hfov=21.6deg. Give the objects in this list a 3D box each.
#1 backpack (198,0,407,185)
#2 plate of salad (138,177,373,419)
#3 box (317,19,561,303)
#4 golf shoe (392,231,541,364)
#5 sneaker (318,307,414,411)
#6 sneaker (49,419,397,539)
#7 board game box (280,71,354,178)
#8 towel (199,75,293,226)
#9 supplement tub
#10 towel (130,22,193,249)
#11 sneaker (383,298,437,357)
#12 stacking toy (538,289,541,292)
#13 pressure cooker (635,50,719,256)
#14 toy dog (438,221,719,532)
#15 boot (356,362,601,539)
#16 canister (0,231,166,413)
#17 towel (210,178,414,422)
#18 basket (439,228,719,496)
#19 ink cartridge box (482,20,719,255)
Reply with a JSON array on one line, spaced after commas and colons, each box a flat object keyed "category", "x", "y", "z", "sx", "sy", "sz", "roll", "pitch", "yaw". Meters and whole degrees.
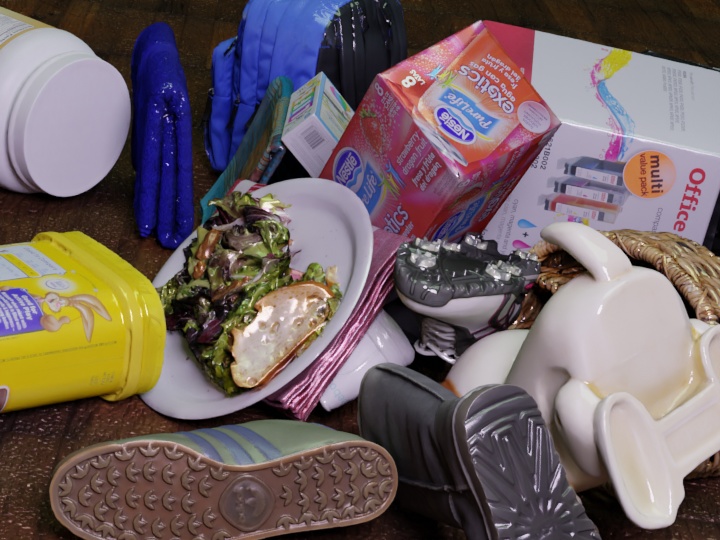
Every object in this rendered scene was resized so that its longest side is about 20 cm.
[{"category": "backpack", "x": -0.054, "y": -0.167, "z": 1.718, "sx": 0.167, "sy": 0.201, "sz": 0.162, "roll": 19, "pitch": 22, "yaw": 25}, {"category": "plate of salad", "x": -0.081, "y": 0.011, "z": 1.269, "sx": 0.048, "sy": 0.200, "sz": 0.200, "roll": 47, "pitch": -7, "yaw": -38}, {"category": "box", "x": 0.043, "y": -0.068, "z": 1.308, "sx": 0.099, "sy": 0.200, "sz": 0.096, "roll": -30, "pitch": 76, "yaw": -30}, {"category": "golf shoe", "x": 0.068, "y": 0.026, "z": 1.246, "sx": 0.077, "sy": 0.088, "sz": 0.200, "roll": 23, "pitch": 9, "yaw": 19}, {"category": "sneaker", "x": -0.047, "y": 0.049, "z": 1.331, "sx": 0.088, "sy": 0.075, "sz": 0.200, "roll": -42, "pitch": 25, "yaw": -14}, {"category": "sneaker", "x": -0.083, "y": 0.125, "z": 1.112, "sx": 0.199, "sy": 0.068, "sz": 0.090, "roll": -2, "pitch": 3, "yaw": -10}, {"category": "board game box", "x": 0.015, "y": -0.056, "z": 1.499, "sx": 0.200, "sy": 0.034, "sz": 0.135, "roll": 51, "pitch": 14, "yaw": -14}, {"category": "towel", "x": -0.098, "y": -0.074, "z": 1.531, "sx": 0.022, "sy": 0.147, "sz": 0.200, "roll": 29, "pitch": 18, "yaw": -10}, {"category": "supplement tub", "x": -0.311, "y": -0.151, "z": 1.638, "sx": 0.199, "sy": 0.145, "sz": 0.144, "roll": 23, "pitch": 24, "yaw": 34}, {"category": "towel", "x": -0.174, "y": -0.117, "z": 1.608, "sx": 0.049, "sy": 0.148, "sz": 0.200, "roll": -4, "pitch": 22, "yaw": -9}, {"category": "sneaker", "x": 0.000, "y": 0.000, "z": 1.402, "sx": 0.199, "sy": 0.075, "sz": 0.082, "roll": 26, "pitch": 20, "yaw": -9}, {"category": "stacking toy", "x": 0.154, "y": 0.016, "z": 1.502, "sx": 0.085, "sy": 0.086, "sz": 0.200, "roll": 18, "pitch": 27, "yaw": 23}, {"category": "pressure cooker", "x": 0.295, "y": -0.098, "z": 1.735, "sx": 0.199, "sy": 0.179, "sz": 0.176, "roll": 13, "pitch": 40, "yaw": 10}, {"category": "toy dog", "x": 0.123, "y": 0.080, "z": 1.156, "sx": 0.139, "sy": 0.194, "sz": 0.200, "roll": -39, "pitch": 8, "yaw": -31}, {"category": "boot", "x": 0.062, "y": 0.139, "z": 1.080, "sx": 0.072, "sy": 0.183, "sz": 0.200, "roll": -13, "pitch": 0, "yaw": -23}, {"category": "canister", "x": -0.250, "y": 0.039, "z": 1.228, "sx": 0.199, "sy": 0.087, "sz": 0.148, "roll": -8, "pitch": 26, "yaw": -37}, {"category": "towel", "x": -0.064, "y": 0.013, "z": 1.309, "sx": 0.200, "sy": 0.144, "sz": 0.023, "roll": 22, "pitch": -16, "yaw": 47}, {"category": "basket", "x": 0.175, "y": 0.050, "z": 1.305, "sx": 0.148, "sy": 0.143, "sz": 0.200, "roll": -4, "pitch": 23, "yaw": -35}, {"category": "ink cartridge box", "x": 0.172, "y": -0.082, "z": 1.456, "sx": 0.199, "sy": 0.146, "sz": 0.145, "roll": 12, "pitch": 33, "yaw": 0}]
